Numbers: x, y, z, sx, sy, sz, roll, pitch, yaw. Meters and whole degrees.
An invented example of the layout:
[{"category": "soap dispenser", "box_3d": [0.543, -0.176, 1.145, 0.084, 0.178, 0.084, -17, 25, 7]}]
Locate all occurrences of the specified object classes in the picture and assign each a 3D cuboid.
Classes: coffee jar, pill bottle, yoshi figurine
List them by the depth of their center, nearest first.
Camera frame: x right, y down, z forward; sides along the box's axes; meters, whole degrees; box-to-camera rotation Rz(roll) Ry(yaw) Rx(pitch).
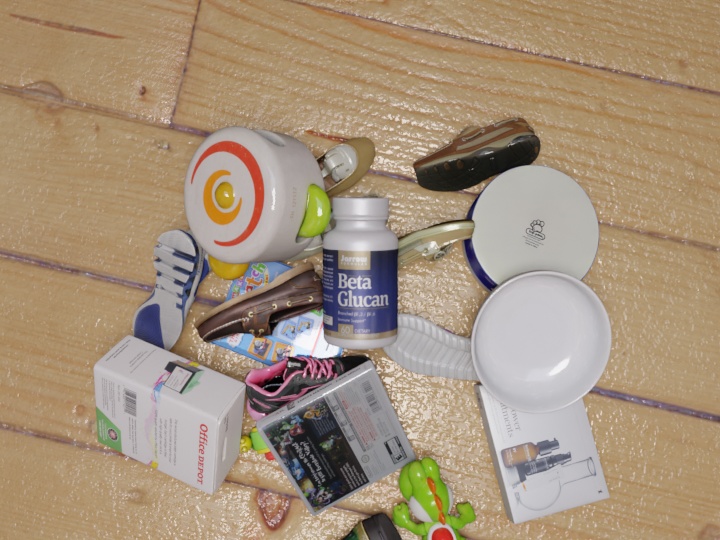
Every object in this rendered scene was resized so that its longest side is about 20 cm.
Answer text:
[{"category": "pill bottle", "box_3d": [0.000, 0.000, 0.958, 0.108, 0.111, 0.206, 0, 97, 0]}, {"category": "coffee jar", "box_3d": [-0.024, 0.438, 0.964, 0.197, 0.086, 0.106, -31, 65, -3]}, {"category": "yoshi figurine", "box_3d": [0.106, 0.363, 0.988, 0.110, 0.111, 0.205, -8, 98, 39]}]

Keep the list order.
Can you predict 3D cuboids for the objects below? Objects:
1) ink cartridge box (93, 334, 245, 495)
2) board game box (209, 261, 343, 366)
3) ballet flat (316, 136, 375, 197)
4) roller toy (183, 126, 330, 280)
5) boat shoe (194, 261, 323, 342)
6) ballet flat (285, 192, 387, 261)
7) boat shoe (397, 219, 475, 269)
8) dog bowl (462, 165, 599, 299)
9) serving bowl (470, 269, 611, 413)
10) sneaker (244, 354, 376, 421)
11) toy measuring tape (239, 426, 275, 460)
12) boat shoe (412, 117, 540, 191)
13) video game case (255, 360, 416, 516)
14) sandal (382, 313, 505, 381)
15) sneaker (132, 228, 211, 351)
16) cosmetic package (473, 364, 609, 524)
[{"category": "ink cartridge box", "box_3d": [-0.267, 0.201, 0.951, 0.196, 0.084, 0.148, 19, 123, 13]}, {"category": "board game box", "box_3d": [-0.113, 0.074, 1.038, 0.196, 0.037, 0.155, 21, 84, 1]}, {"category": "ballet flat", "box_3d": [-0.058, -0.145, 1.052, 0.198, 0.063, 0.069, -37, 82, -4]}, {"category": "roller toy", "box_3d": [-0.154, -0.103, 0.952, 0.198, 0.139, 0.186, -30, 78, 29]}, {"category": "boat shoe", "box_3d": [-0.143, 0.061, 0.985, 0.196, 0.070, 0.072, -26, 80, -3]}, {"category": "ballet flat", "box_3d": [-0.050, -0.071, 1.042, 0.195, 0.070, 0.071, -21, 83, -2]}, {"category": "boat shoe", "box_3d": [0.083, -0.025, 1.013, 0.196, 0.073, 0.065, -18, 91, 20]}, {"category": "dog bowl", "box_3d": [0.257, -0.053, 1.032, 0.194, 0.079, 0.206, 0, 83, 0]}, {"category": "serving bowl", "box_3d": [0.249, 0.094, 0.961, 0.194, 0.066, 0.206, 0, 103, 1]}, {"category": "sneaker", "box_3d": [-0.074, 0.154, 0.956, 0.195, 0.097, 0.080, -15, 46, -3]}, {"category": "toy measuring tape", "box_3d": [-0.093, 0.232, 1.002, 0.195, 0.074, 0.075, -17, 83, -2]}, {"category": "boat shoe", "box_3d": [0.178, -0.184, 1.058, 0.195, 0.076, 0.075, -14, 55, 7]}, {"category": "video game case", "box_3d": [-0.029, 0.243, 0.965, 0.179, 0.023, 0.203, -27, 123, -4]}, {"category": "sandal", "box_3d": [0.120, 0.121, 1.028, 0.198, 0.050, 0.084, 19, 100, 4]}, {"category": "sneaker", "box_3d": [-0.268, 0.019, 1.026, 0.079, 0.115, 0.203, 26, 113, 6]}, {"category": "cosmetic package", "box_3d": [0.267, 0.252, 1.009, 0.147, 0.052, 0.205, -14, 83, -4]}]
